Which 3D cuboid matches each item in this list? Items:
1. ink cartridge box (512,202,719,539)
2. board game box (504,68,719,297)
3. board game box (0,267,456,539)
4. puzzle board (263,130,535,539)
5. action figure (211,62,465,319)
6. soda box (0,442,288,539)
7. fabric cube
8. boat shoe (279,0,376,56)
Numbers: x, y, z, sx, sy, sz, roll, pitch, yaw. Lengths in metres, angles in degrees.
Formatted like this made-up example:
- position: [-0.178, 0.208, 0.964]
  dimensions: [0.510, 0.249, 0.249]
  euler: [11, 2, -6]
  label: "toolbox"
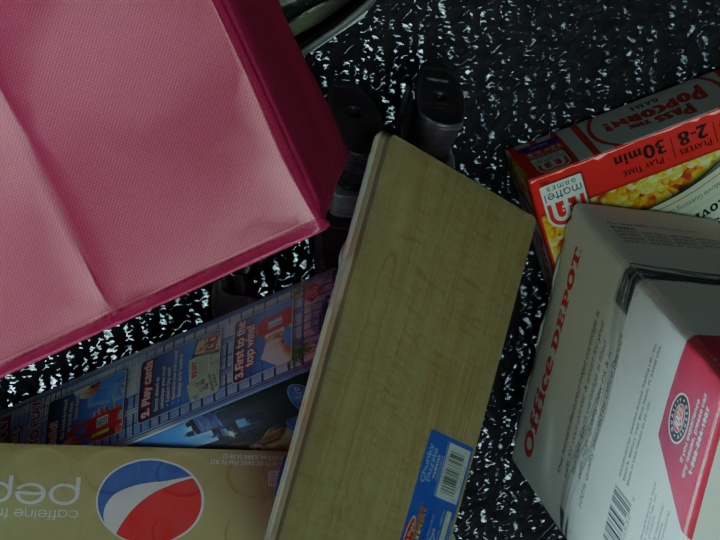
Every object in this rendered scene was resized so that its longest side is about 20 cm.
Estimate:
- position: [0.151, 0.074, 1.395]
  dimensions: [0.084, 0.200, 0.145]
  euler: [5, 112, -19]
  label: "ink cartridge box"
- position: [0.172, 0.006, 1.508]
  dimensions: [0.151, 0.046, 0.200]
  euler: [-21, 117, -5]
  label: "board game box"
- position: [-0.072, 0.104, 1.457]
  dimensions: [0.200, 0.062, 0.200]
  euler: [-12, 135, 14]
  label: "board game box"
- position: [0.017, 0.051, 1.379]
  dimensions: [0.151, 0.017, 0.200]
  euler: [27, 77, -58]
  label: "puzzle board"
- position: [0.000, 0.000, 1.449]
  dimensions: [0.130, 0.069, 0.200]
  euler: [-1, 128, -22]
  label: "action figure"
- position: [-0.131, 0.125, 1.386]
  dimensions: [0.200, 0.068, 0.064]
  euler: [2, 138, -2]
  label: "soda box"
- position: [-0.134, -0.084, 1.261]
  dimensions: [0.200, 0.196, 0.200]
  euler: [-25, 98, 6]
  label: "fabric cube"
- position: [-0.078, -0.109, 1.380]
  dimensions: [0.200, 0.063, 0.073]
  euler: [-27, 118, -2]
  label: "boat shoe"
